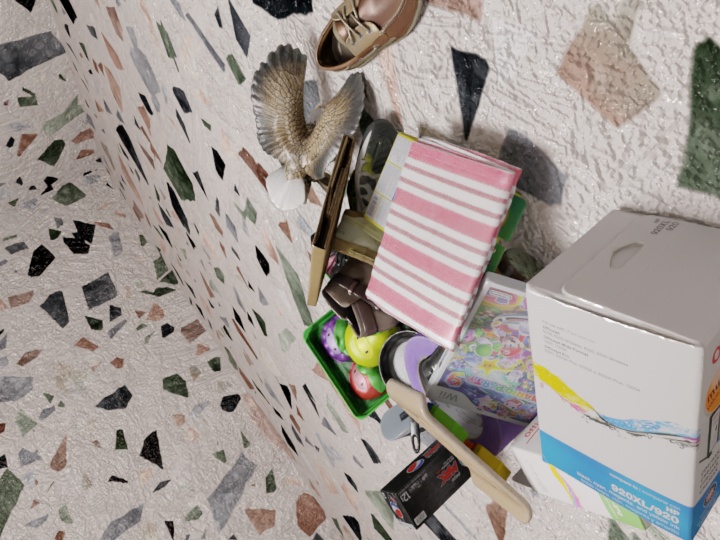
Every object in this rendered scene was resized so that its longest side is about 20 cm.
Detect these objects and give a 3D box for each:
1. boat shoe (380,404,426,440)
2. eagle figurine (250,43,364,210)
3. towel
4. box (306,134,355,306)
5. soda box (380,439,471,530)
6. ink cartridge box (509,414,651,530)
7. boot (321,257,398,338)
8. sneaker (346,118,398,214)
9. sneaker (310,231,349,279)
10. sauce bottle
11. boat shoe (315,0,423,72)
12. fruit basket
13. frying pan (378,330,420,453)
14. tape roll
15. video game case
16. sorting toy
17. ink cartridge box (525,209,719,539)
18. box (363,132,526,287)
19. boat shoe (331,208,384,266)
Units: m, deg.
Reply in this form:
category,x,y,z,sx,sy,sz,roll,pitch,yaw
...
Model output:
category,x,y,z,sx,sy,sz,roll,pitch,yaw
boat shoe,0.118,0.252,1.011,0.200,0.067,0.075,-47,50,37
eagle figurine,-0.077,-0.202,0.832,0.202,0.147,0.154,99,154,-61
towel,0.085,-0.033,0.626,0.145,0.029,0.206,31,109,44
box,-0.044,-0.060,0.790,0.021,0.168,0.201,14,156,-2
soda box,0.129,0.317,0.912,0.064,0.197,0.071,56,155,2
ink cartridge box,0.253,0.198,0.644,0.068,0.116,0.199,58,155,-8
boot,0.000,0.000,0.875,0.201,0.144,0.071,49,154,21
sneaker,0.009,-0.126,0.807,0.085,0.073,0.204,55,150,39
sneaker,-0.038,-0.024,1.006,0.198,0.076,0.086,19,137,53
sauce bottle,0.140,0.064,0.684,0.065,0.064,0.202,48,124,19
boat shoe,0.004,-0.280,0.650,0.077,0.071,0.199,60,155,-3
fruit basket,-0.001,0.152,1.067,0.218,0.154,0.216,53,172,10
frying pan,0.100,0.195,0.963,0.113,0.031,0.194,-30,79,24
tape roll,0.157,0.162,0.831,0.200,0.084,0.203,43,150,32
video game case,0.171,0.099,0.652,0.139,0.018,0.203,16,130,-4
sorting toy,0.124,0.222,0.745,0.200,0.036,0.185,47,170,-4
ink cartridge box,0.246,0.079,0.489,0.143,0.146,0.205,21,136,47
box,0.099,-0.070,0.667,0.199,0.048,0.120,40,112,40
boat shoe,0.042,-0.006,0.793,0.197,0.067,0.074,34,177,-20
